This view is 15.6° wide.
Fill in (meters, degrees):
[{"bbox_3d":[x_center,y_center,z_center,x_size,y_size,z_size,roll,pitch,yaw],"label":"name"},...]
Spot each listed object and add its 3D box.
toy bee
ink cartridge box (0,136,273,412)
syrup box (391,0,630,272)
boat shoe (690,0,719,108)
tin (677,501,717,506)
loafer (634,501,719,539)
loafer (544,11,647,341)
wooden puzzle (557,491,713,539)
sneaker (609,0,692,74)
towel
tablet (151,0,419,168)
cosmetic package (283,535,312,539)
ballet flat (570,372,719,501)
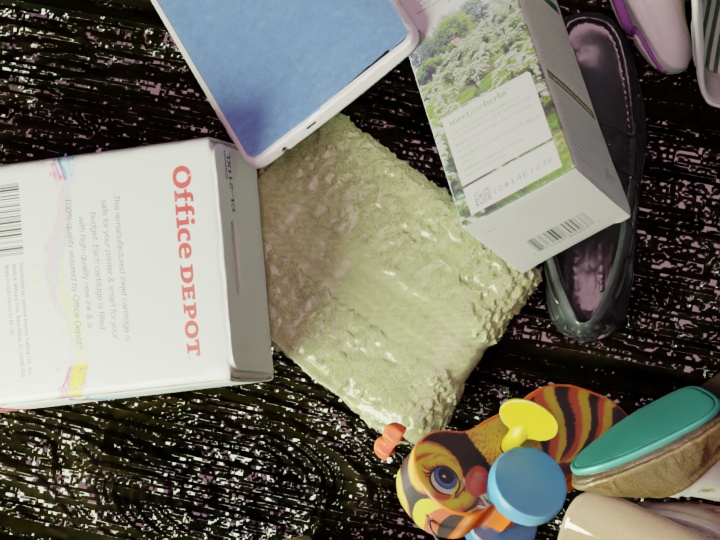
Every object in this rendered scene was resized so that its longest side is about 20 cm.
[{"bbox_3d":[0.069,0.116,1.544,0.109,0.200,0.131,45,125,9],"label":"toy bee"},{"bbox_3d":[-0.160,0.007,1.597,0.199,0.083,0.147,-6,85,17],"label":"ink cartridge box"},{"bbox_3d":[0.084,-0.111,1.555,0.078,0.081,0.201,-28,58,20],"label":"syrup box"},{"bbox_3d":[0.225,-0.179,1.506,0.073,0.201,0.067,4,45,10],"label":"boat shoe"},{"bbox_3d":[0.229,0.226,1.577,0.112,0.042,0.200,-44,82,-3],"label":"tin"},{"bbox_3d":[0.240,0.181,1.536,0.199,0.063,0.072,19,116,21],"label":"loafer"},{"bbox_3d":[0.140,-0.058,1.591,0.068,0.070,0.202,0,86,6],"label":"loafer"},{"bbox_3d":[0.185,0.245,1.537,0.184,0.037,0.201,24,116,20],"label":"wooden puzzle"},{"bbox_3d":[0.186,-0.221,1.596,0.099,0.075,0.201,-11,85,6],"label":"sneaker"},{"bbox_3d":[0.000,0.000,1.612,0.200,0.036,0.149,35,95,17],"label":"towel"},{"bbox_3d":[-0.056,-0.167,1.606,0.130,0.014,0.200,-37,56,9],"label":"tablet"},{"bbox_3d":[-0.002,0.257,1.567,0.073,0.104,0.200,-41,83,3],"label":"cosmetic package"},{"bbox_3d":[0.218,0.087,1.523,0.200,0.068,0.073,-37,107,-6],"label":"ballet flat"}]
